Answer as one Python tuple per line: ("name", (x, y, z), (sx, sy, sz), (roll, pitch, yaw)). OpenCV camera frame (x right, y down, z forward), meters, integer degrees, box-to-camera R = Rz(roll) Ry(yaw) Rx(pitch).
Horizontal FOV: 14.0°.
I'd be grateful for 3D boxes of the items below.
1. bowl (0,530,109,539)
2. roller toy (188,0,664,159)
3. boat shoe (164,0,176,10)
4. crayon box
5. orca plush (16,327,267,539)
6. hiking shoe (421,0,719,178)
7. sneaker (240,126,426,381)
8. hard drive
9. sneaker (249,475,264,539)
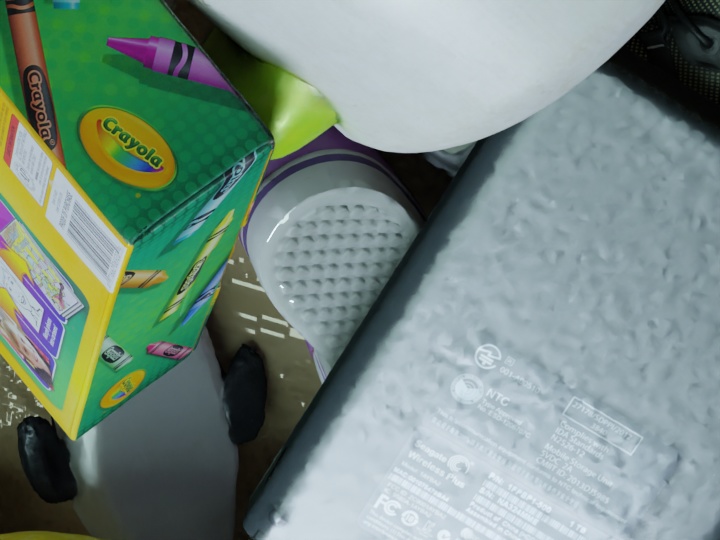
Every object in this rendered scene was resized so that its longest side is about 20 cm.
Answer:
("bowl", (-0.120, 0.166, 1.063), (0.199, 0.108, 0.201), (-4, 120, -7))
("roller toy", (0.016, -0.144, 0.876), (0.140, 0.201, 0.182), (40, 143, -28))
("boat shoe", (-0.087, -0.108, 1.017), (0.071, 0.070, 0.201), (14, 121, 43))
("crayon box", (-0.098, -0.034, 0.928), (0.119, 0.058, 0.200), (50, 160, 9))
("orca plush", (-0.106, 0.032, 1.106), (0.071, 0.105, 0.201), (4, 127, 56))
("hiking shoe", (0.094, -0.068, 0.978), (0.199, 0.076, 0.101), (20, 111, 3))
("sneaker", (0.001, 0.000, 1.043), (0.072, 0.114, 0.201), (-29, 136, -4))
("hard drive", (0.071, 0.036, 0.946), (0.139, 0.033, 0.200), (31, 110, -5))
("sneaker", (0.023, 0.147, 1.064), (0.099, 0.201, 0.078), (-19, 144, -11))
